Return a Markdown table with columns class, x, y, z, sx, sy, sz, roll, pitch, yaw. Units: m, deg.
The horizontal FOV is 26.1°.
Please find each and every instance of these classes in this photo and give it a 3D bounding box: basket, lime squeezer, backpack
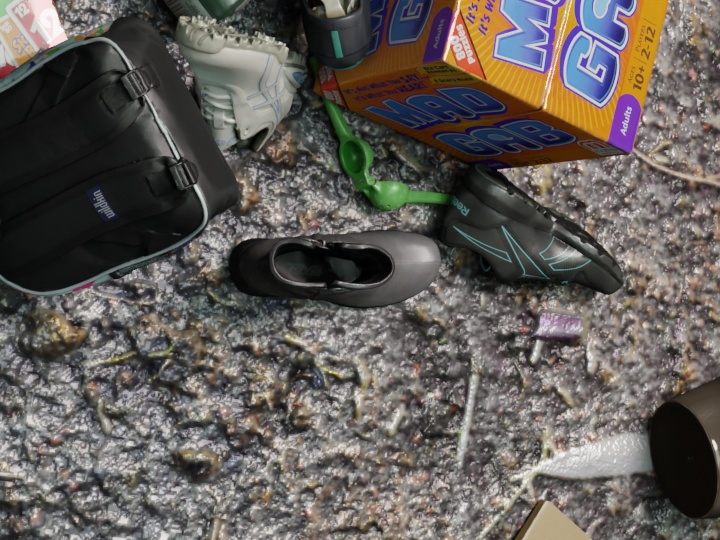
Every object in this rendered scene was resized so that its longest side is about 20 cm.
| class | x | y | z | sx | sy | sz | roll | pitch | yaw |
| --- | --- | --- | --- | --- | --- | --- | --- | --- | --- |
| basket | 0.389 | 0.160 | 1.480 | 0.198 | 0.136 | 0.182 | -12 | 91 | -21 |
| lime squeezer | 0.017 | -0.098 | 1.355 | 0.200 | 0.038 | 0.071 | 41 | 73 | -18 |
| backpack | -0.210 | -0.082 | 1.177 | 0.199 | 0.151 | 0.179 | -25 | 102 | 17 |

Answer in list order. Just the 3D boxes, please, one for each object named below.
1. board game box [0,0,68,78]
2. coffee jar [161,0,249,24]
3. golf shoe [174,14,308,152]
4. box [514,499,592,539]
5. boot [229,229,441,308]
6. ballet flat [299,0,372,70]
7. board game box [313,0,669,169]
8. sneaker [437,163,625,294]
| class | x | y | z | sx | sy | sz | roll | pitch | yaw |
| --- | --- | --- | --- | --- | --- | --- | --- | --- | --- |
| board game box | -0.303 | -0.239 | 1.213 | 0.095 | 0.030 | 0.202 | -25 | 98 | -24 |
| coffee jar | -0.159 | -0.294 | 1.246 | 0.104 | 0.085 | 0.200 | -48 | 109 | -22 |
| golf shoe | -0.097 | -0.141 | 1.229 | 0.078 | 0.200 | 0.098 | 20 | 91 | 17 |
| box | 0.169 | 0.340 | 1.431 | 0.163 | 0.021 | 0.201 | 42 | 74 | -19 |
| boot | 0.000 | 0.000 | 1.293 | 0.198 | 0.131 | 0.071 | -6 | 91 | -25 |
| ballet flat | -0.027 | -0.257 | 1.270 | 0.072 | 0.073 | 0.202 | 8 | 55 | -25 |
| board game box | 0.114 | -0.216 | 1.298 | 0.199 | 0.199 | 0.202 | 21 | 78 | -30 |
| sneaker | 0.154 | -0.022 | 1.413 | 0.199 | 0.075 | 0.080 | 30 | 104 | -26 |
